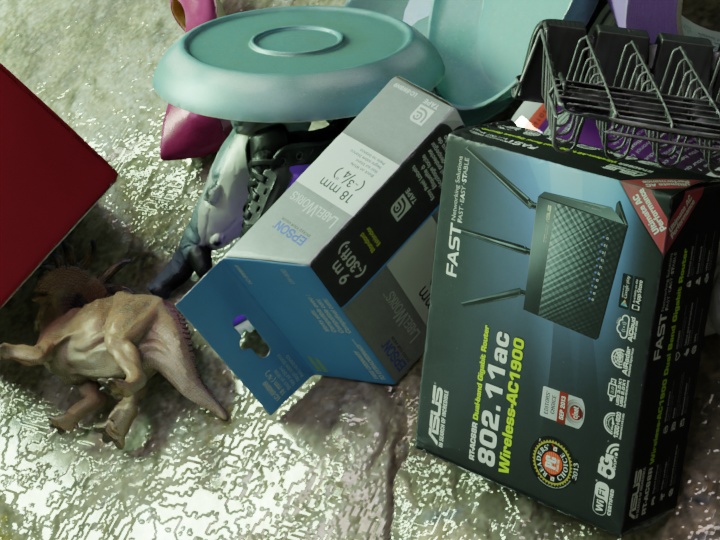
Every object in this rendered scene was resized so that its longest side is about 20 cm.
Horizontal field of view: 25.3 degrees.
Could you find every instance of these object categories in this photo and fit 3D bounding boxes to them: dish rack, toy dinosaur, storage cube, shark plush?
[{"bbox_3d":[0.163,-0.088,0.858,0.153,0.055,0.200,6,22,0],"label":"dish rack"},{"bbox_3d":[-0.173,0.042,1.123,0.199,0.086,0.136,9,48,25],"label":"toy dinosaur"},{"bbox_3d":[-0.311,-0.059,1.167,0.200,0.180,0.171,-51,14,-14],"label":"storage cube"},{"bbox_3d":[-0.081,-0.059,1.162,0.200,0.091,0.083,-66,22,13],"label":"shark plush"}]

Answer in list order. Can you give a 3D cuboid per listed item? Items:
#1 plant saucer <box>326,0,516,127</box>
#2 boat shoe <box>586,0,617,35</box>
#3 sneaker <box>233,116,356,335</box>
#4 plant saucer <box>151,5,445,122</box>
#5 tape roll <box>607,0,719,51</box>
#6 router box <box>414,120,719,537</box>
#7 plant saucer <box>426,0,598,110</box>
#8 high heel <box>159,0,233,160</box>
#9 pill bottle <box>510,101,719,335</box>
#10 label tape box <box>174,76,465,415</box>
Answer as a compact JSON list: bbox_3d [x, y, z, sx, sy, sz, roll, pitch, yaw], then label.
[{"bbox_3d":[0.061,-0.158,1.176,0.200,0.039,0.201,-15,49,18],"label":"plant saucer"},{"bbox_3d":[0.171,-0.173,1.105,0.062,0.075,0.200,3,51,32],"label":"boat shoe"},{"bbox_3d":[-0.053,-0.047,1.088,0.200,0.100,0.070,-43,19,2],"label":"sneaker"},{"bbox_3d":[-0.042,-0.146,1.088,0.199,0.028,0.200,-1,26,1],"label":"plant saucer"},{"bbox_3d":[0.251,-0.182,0.969,0.200,0.200,0.066,-23,41,11],"label":"tape roll"},{"bbox_3d":[0.113,0.029,0.903,0.150,0.201,0.062,19,21,39],"label":"router box"},{"bbox_3d":[0.112,-0.197,1.073,0.200,0.036,0.200,-43,37,45],"label":"plant saucer"},{"bbox_3d":[-0.144,-0.170,1.281,0.096,0.067,0.200,-25,59,-5],"label":"high heel"},{"bbox_3d":[0.178,-0.035,0.963,0.112,0.113,0.200,-42,46,-7],"label":"pill bottle"},{"bbox_3d":[0.000,0.000,1.014,0.200,0.144,0.063,-47,50,-11],"label":"label tape box"}]
